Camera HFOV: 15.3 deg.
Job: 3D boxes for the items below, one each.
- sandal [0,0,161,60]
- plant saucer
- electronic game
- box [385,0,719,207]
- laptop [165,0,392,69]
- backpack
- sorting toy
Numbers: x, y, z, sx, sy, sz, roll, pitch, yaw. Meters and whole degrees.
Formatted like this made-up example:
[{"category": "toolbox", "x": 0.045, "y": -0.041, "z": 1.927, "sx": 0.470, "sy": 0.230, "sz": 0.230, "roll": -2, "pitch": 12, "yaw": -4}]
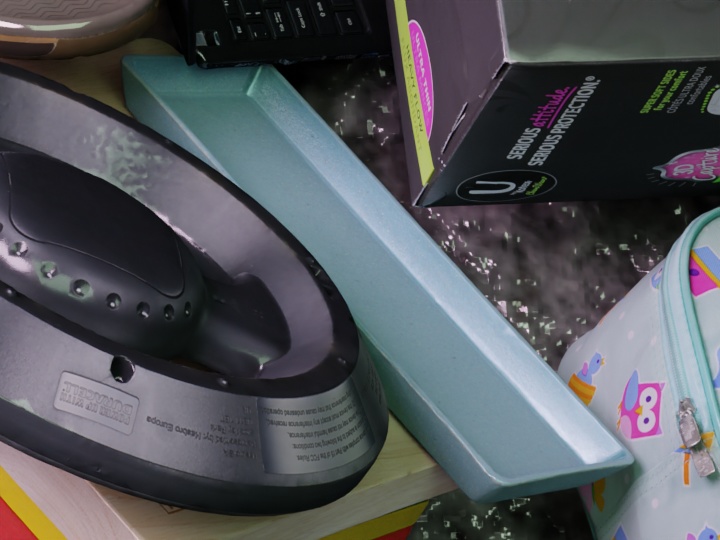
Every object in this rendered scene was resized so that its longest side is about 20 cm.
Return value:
[{"category": "sandal", "x": -0.135, "y": -0.143, "z": 0.818, "sx": 0.082, "sy": 0.055, "sz": 0.200, "roll": -26, "pitch": 69, "yaw": -26}, {"category": "plant saucer", "x": 0.000, "y": 0.000, "z": 0.842, "sx": 0.070, "sy": 0.019, "sz": 0.200, "roll": -4, "pitch": 45, "yaw": -49}, {"category": "electronic game", "x": -0.081, "y": -0.001, "z": 0.733, "sx": 0.200, "sy": 0.200, "sz": 0.042, "roll": 30, "pitch": 109, "yaw": -5}, {"category": "box", "x": 0.115, "y": -0.110, "z": 0.854, "sx": 0.200, "sy": 0.124, "sz": 0.149, "roll": -3, "pitch": 71, "yaw": -14}, {"category": "laptop", "x": -0.034, "y": -0.166, "z": 0.878, "sx": 0.200, "sy": 0.103, "sz": 0.178, "roll": -8, "pitch": 75, "yaw": -42}, {"category": "backpack", "x": 0.162, "y": 0.068, "z": 0.861, "sx": 0.176, "sy": 0.153, "sz": 0.200, "roll": 3, "pitch": 46, "yaw": -30}, {"category": "sorting toy", "x": -0.076, "y": 0.022, "z": 0.823, "sx": 0.199, "sy": 0.070, "sz": 0.200, "roll": 44, "pitch": 30, "yaw": 22}]
